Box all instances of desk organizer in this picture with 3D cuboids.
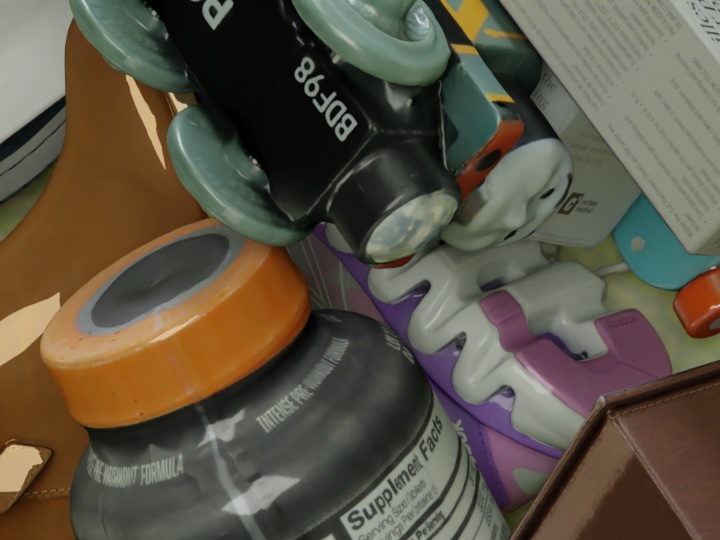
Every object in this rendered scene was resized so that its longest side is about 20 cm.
[{"bbox_3d":[0.148,0.060,0.718,0.200,0.072,0.077,-14,58,-32],"label":"desk organizer"}]

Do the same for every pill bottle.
[{"bbox_3d":[-0.011,0.084,0.727,0.106,0.106,0.200,-27,110,3],"label":"pill bottle"}]

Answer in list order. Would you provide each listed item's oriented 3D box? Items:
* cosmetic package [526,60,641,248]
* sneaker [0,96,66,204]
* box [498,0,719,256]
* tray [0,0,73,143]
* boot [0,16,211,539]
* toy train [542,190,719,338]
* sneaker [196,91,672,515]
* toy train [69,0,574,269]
[{"bbox_3d":[0.082,-0.114,0.755,0.200,0.074,0.102,-51,62,20],"label":"cosmetic package"},{"bbox_3d":[-0.179,-0.067,0.789,0.202,0.146,0.077,-21,56,3],"label":"sneaker"},{"bbox_3d":[0.053,-0.090,0.706,0.041,0.039,0.200,-47,64,25],"label":"box"},{"bbox_3d":[-0.148,-0.068,0.754,0.200,0.022,0.108,-39,121,-17],"label":"tray"},{"bbox_3d":[-0.113,0.021,0.770,0.154,0.074,0.200,-10,110,-12],"label":"boot"},{"bbox_3d":[0.106,-0.081,0.813,0.150,0.056,0.200,18,98,34],"label":"toy train"},{"bbox_3d":[0.000,0.000,0.805,0.200,0.080,0.089,49,129,20],"label":"sneaker"},{"bbox_3d":[-0.020,-0.083,0.711,0.085,0.114,0.200,-50,62,29],"label":"toy train"}]
